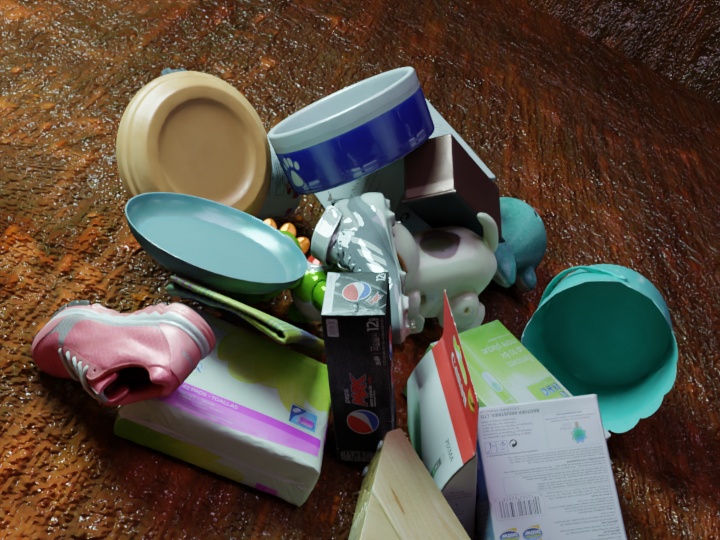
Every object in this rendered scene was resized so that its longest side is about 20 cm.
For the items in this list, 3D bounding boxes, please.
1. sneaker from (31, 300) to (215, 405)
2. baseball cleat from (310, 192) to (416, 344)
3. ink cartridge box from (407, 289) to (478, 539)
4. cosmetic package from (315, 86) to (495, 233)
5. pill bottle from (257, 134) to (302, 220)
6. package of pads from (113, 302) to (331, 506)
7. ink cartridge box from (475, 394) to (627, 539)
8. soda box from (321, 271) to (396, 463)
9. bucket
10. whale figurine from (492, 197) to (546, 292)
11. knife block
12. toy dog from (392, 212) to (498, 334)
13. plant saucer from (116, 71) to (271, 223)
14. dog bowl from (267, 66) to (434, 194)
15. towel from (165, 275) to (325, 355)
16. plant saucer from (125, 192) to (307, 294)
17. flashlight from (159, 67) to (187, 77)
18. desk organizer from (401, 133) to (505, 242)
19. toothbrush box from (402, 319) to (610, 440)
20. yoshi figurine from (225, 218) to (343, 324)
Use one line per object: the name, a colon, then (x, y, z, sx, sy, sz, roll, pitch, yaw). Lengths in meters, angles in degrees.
sneaker: (-0.229, 0.079, 0.799, 0.197, 0.075, 0.087, -7, 37, 26)
baseball cleat: (0.000, 0.000, 0.984, 0.104, 0.070, 0.202, -6, 48, -2)
ink cartridge box: (0.080, 0.149, 0.908, 0.049, 0.203, 0.162, -8, 39, -3)
cosmetic package: (0.053, -0.134, 1.306, 0.164, 0.169, 0.201, -2, 42, -39)
pill bottle: (-0.177, -0.114, 1.146, 0.198, 0.114, 0.114, -11, 49, -46)
package of pads: (-0.126, 0.126, 0.894, 0.197, 0.069, 0.156, 24, 33, -10)
ink cartridge box: (0.182, 0.236, 0.890, 0.133, 0.077, 0.204, -5, 69, -7)
soda box: (0.002, 0.101, 0.902, 0.062, 0.203, 0.071, 0, 36, 5)
bucket: (0.313, 0.093, 1.170, 0.206, 0.209, 0.135, 34, 22, 9)
whale figurine: (0.221, -0.043, 1.333, 0.160, 0.103, 0.200, 53, 19, -3)
knife block: (0.073, 0.269, 0.836, 0.173, 0.064, 0.202, 23, 42, -4)
toy dog: (0.067, 0.003, 1.115, 0.197, 0.194, 0.141, 13, 46, -34)
plant saucer: (-0.184, -0.133, 1.043, 0.197, 0.205, 0.037, 3, -5, -36)
dog bowl: (-0.011, -0.173, 1.106, 0.080, 0.197, 0.201, 65, 27, -18)
towel: (-0.112, 0.052, 0.933, 0.141, 0.023, 0.200, 23, -5, 10)
plant saucer: (-0.151, -0.026, 0.935, 0.197, 0.028, 0.201, 20, 19, -7)
flashlight: (-0.235, -0.210, 1.279, 0.067, 0.068, 0.201, -6, 45, -36)
desk organizer: (0.123, -0.097, 1.160, 0.199, 0.070, 0.079, 32, 53, -59)
toothbrush box: (0.170, 0.168, 1.056, 0.144, 0.087, 0.200, -12, 51, -46)
yoshi figurine: (-0.081, 0.028, 1.032, 0.199, 0.113, 0.112, 36, 39, 12)
